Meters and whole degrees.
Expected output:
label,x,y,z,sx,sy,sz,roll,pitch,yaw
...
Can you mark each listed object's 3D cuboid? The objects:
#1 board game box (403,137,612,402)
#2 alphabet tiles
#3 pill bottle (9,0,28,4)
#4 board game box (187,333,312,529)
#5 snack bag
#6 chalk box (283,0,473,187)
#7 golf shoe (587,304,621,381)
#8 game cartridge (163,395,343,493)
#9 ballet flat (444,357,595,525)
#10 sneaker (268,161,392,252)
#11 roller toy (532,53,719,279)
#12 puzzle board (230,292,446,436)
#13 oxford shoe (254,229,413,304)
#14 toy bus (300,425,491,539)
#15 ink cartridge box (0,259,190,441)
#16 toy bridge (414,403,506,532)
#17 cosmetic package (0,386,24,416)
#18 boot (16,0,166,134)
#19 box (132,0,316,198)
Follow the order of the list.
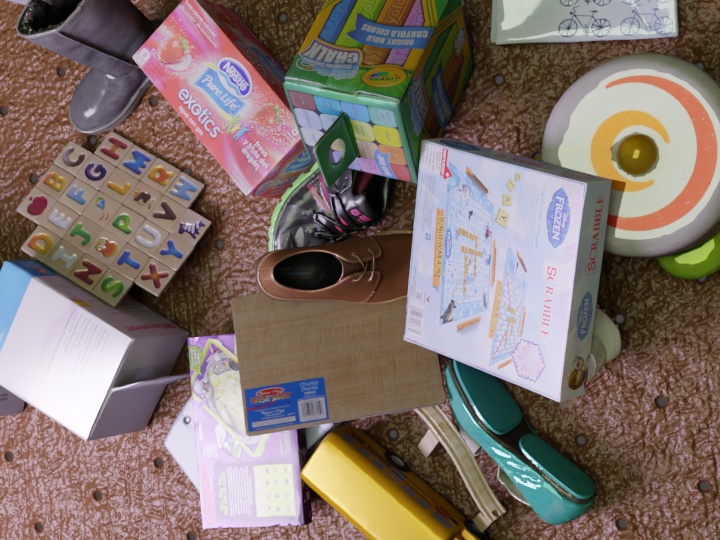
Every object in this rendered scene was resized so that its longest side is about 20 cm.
label,x,y,z,sx,sy,sz,roll,pitch,yaw
board game box,0.130,-0.005,1.312,0.199,0.041,0.201,21,113,43
alphabet tiles,-0.267,-0.058,1.543,0.199,0.006,0.167,29,73,19
pill bottle,-0.359,-0.341,1.513,0.114,0.200,0.115,0,91,21
board game box,-0.115,0.164,1.480,0.119,0.032,0.201,-5,88,17
snack bag,0.217,-0.321,1.383,0.187,0.021,0.201,2,91,22
chalk box,0.013,-0.172,1.364,0.123,0.125,0.201,13,61,20
golf shoe,0.152,0.037,1.371,0.200,0.075,0.092,37,66,18
game cartridge,-0.110,0.156,1.511,0.200,0.040,0.134,-43,80,16
ballet flat,0.140,0.173,1.399,0.200,0.067,0.071,46,125,17
sneaker,-0.024,-0.066,1.443,0.201,0.077,0.084,-57,44,14
roller toy,0.260,-0.103,1.305,0.199,0.140,0.183,24,99,20
puzzle board,-0.024,0.081,1.427,0.199,0.017,0.152,-10,63,2
oxford shoe,0.000,0.000,1.400,0.199,0.071,0.072,-8,89,-12
toy bus,0.040,0.242,1.429,0.200,0.078,0.065,39,104,17
ink cartridge box,-0.293,0.088,1.531,0.199,0.128,0.126,30,101,19
toy bridge,0.076,0.165,1.418,0.027,0.067,0.200,-32,76,-19
cosmetic package,-0.498,0.077,1.593,0.199,0.165,0.166,5,93,22
boot,-0.286,-0.223,1.486,0.182,0.200,0.073,-45,75,16
box,-0.125,-0.177,1.478,0.095,0.103,0.200,-44,75,16
